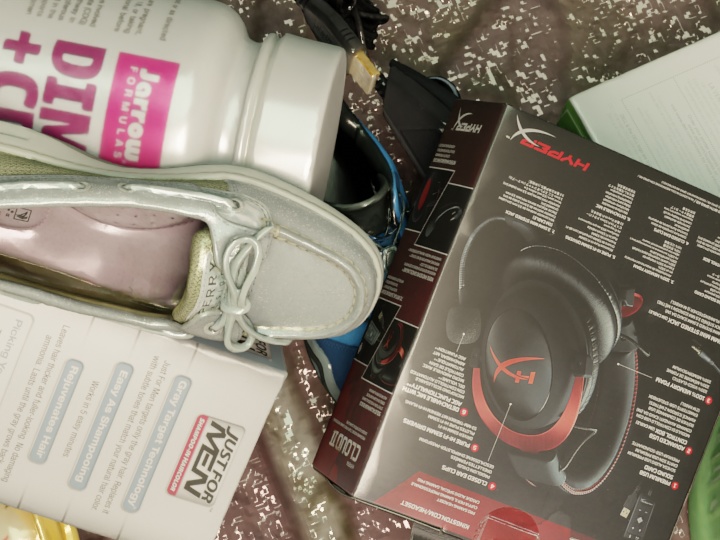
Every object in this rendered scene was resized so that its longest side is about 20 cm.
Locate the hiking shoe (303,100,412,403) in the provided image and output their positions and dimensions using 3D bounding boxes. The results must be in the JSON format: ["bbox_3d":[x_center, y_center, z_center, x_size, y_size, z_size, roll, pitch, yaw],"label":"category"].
[{"bbox_3d":[0.000,0.000,1.024,0.074,0.087,0.201,-28,74,-14],"label":"hiking shoe"}]

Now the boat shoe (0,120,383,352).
[{"bbox_3d":[-0.089,-0.006,0.883,0.201,0.075,0.065,17,31,-10],"label":"boat shoe"}]

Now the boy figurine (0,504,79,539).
[{"bbox_3d":[-0.143,0.171,0.944,0.124,0.064,0.201,-21,55,28],"label":"boy figurine"}]

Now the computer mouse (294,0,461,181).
[{"bbox_3d":[0.036,-0.071,1.025,0.046,0.140,0.201,-33,74,9],"label":"computer mouse"}]

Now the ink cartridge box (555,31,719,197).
[{"bbox_3d":[0.206,-0.068,1.080,0.199,0.059,0.104,-24,74,-12],"label":"ink cartridge box"}]

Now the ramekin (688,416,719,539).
[{"bbox_3d":[0.257,0.102,0.999,0.199,0.098,0.201,2,69,-4],"label":"ramekin"}]

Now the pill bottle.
[{"bbox_3d":[-0.112,-0.069,0.955,0.199,0.113,0.114,11,69,3],"label":"pill bottle"}]

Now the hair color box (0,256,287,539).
[{"bbox_3d":[-0.142,0.044,0.940,0.199,0.061,0.099,20,108,-13],"label":"hair color box"}]

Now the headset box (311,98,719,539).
[{"bbox_3d":[0.079,0.045,0.967,0.148,0.075,0.201,21,90,-17],"label":"headset box"}]
